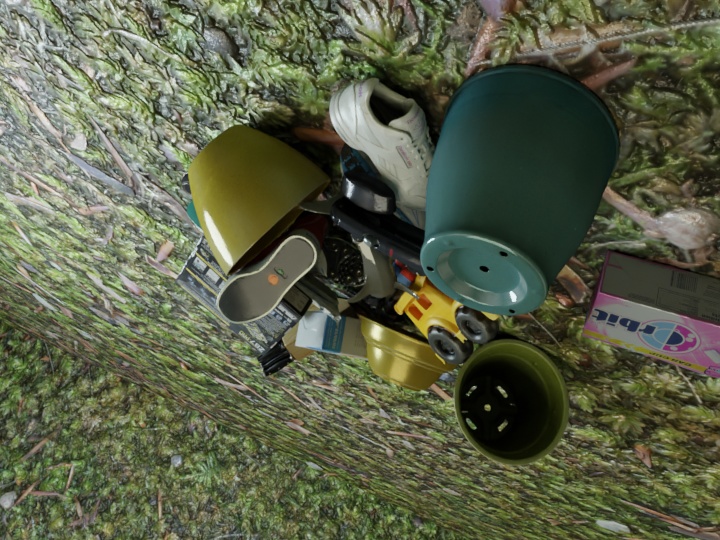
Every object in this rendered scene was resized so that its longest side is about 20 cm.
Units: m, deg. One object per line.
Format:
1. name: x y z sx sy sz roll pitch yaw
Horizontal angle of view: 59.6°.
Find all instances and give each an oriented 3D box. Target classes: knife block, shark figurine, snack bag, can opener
1. knife block: -0.117 0.136 1.255 0.195 0.179 0.064 7 149 32
2. shark figurine: 0.001 -0.005 0.856 0.128 0.089 0.217 40 165 43
3. snack bag: -0.109 0.011 1.090 0.187 0.022 0.200 38 -177 -7
4. can opener: 0.046 -0.039 0.750 0.198 0.064 0.079 36 156 18

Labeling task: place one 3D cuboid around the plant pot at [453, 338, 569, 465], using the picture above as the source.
1. plant pot: 0.247 0.242 1.132 0.196 0.204 0.190 24 164 4

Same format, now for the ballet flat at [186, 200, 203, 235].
1. ballet flat: -0.235 -0.050 1.112 0.200 0.068 0.072 46 -171 26

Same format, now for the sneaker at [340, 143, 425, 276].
1. sneaker: 0.051 -0.095 0.835 0.202 0.086 0.075 53 159 0

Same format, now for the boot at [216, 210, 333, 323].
1. boot: -0.120 -0.012 0.925 0.198 0.145 0.073 -37 105 24

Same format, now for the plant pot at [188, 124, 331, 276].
1. plant pot: -0.157 -0.115 0.880 0.143 0.200 0.200 49 150 -3

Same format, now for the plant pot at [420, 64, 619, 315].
1. plant pot: 0.151 -0.068 0.659 0.195 0.191 0.202 20 153 11

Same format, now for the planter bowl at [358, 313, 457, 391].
1. planter bowl: 0.073 0.147 1.057 0.195 0.086 0.200 22 179 0

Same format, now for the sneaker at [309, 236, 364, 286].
1. sneaker: -0.052 -0.023 1.041 0.197 0.074 0.071 19 -170 40

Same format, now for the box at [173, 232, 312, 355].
1. box: -0.192 0.034 1.017 0.199 0.049 0.161 40 135 -7

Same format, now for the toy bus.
1. toy bus: 0.127 0.011 0.904 0.191 0.136 0.201 42 151 5

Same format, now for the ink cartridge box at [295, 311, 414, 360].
1. ink cartridge box: -0.009 0.128 1.176 0.196 0.070 0.114 15 170 -30

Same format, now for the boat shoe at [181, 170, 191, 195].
1. boat shoe: -0.223 -0.111 1.050 0.195 0.064 0.073 21 153 12

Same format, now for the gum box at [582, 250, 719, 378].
1. gum box: 0.393 0.059 0.791 0.195 0.067 0.115 17 150 18

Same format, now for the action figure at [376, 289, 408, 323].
1. action figure: 0.102 0.071 1.076 0.197 0.070 0.130 30 160 2

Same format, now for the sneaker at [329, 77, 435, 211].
1. sneaker: 0.052 -0.141 0.736 0.199 0.076 0.099 39 156 -22
